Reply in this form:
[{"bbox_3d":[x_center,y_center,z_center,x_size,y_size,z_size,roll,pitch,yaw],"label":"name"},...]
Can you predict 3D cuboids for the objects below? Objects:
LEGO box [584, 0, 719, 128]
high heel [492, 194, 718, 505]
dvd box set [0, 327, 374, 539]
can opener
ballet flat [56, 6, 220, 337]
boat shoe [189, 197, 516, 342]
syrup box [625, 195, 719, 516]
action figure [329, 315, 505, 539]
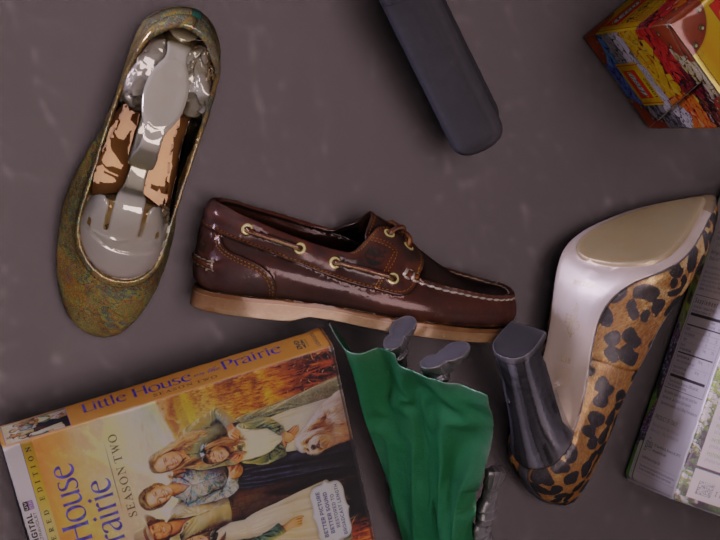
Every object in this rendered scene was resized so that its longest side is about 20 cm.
[{"bbox_3d":[0.251,-0.173,1.262,0.200,0.149,0.077,-39,101,-8],"label":"LEGO box"},{"bbox_3d":[0.160,0.049,1.319,0.200,0.071,0.143,-38,133,-26],"label":"high heel"},{"bbox_3d":[-0.099,0.129,1.246,0.199,0.029,0.147,-16,115,-11],"label":"dvd box set"},{"bbox_3d":[0.040,-0.164,1.234,0.066,0.053,0.201,-19,113,9],"label":"can opener"},{"bbox_3d":[-0.128,-0.058,1.228,0.070,0.071,0.201,18,90,-13],"label":"ballet flat"},{"bbox_3d":[0.000,0.000,1.258,0.199,0.070,0.071,8,96,-13],"label":"boat shoe"},{"bbox_3d":[0.242,0.052,1.310,0.078,0.081,0.201,19,89,-15],"label":"syrup box"},{"bbox_3d":[0.046,0.122,1.256,0.055,0.118,0.201,-35,134,-30],"label":"action figure"}]
